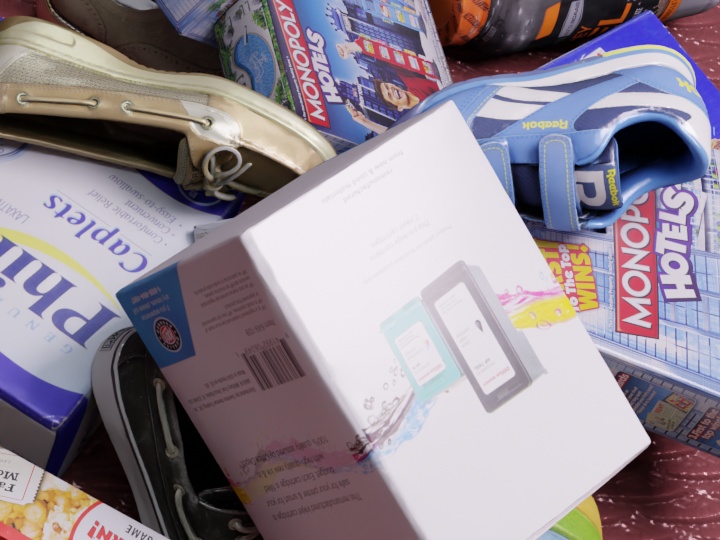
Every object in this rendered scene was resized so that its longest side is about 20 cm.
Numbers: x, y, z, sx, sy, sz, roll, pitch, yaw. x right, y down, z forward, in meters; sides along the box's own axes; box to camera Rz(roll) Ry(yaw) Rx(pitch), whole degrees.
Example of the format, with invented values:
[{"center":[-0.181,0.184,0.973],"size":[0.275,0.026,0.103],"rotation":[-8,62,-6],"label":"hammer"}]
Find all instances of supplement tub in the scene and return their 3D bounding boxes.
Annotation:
[{"center":[0.128,-0.205,1.656],"size":[0.200,0.123,0.123],"rotation":[-13,67,-23],"label":"supplement tub"}]

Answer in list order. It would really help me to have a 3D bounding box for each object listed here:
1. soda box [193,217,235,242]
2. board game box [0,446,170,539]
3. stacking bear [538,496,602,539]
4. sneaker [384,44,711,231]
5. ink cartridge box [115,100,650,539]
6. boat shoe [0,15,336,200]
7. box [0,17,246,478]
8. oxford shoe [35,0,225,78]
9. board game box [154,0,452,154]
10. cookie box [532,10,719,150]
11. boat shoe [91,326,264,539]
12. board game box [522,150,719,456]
[{"center":[0.000,0.000,1.479],"size":[0.200,0.064,0.068],"rotation":[-4,86,-49],"label":"soda box"},{"center":[-0.173,0.152,1.342],"size":[0.200,0.152,0.046],"rotation":[29,57,0],"label":"board game box"},{"center":[0.081,0.145,1.457],"size":[0.114,0.122,0.200],"rotation":[11,49,2],"label":"stacking bear"},{"center":[0.097,-0.061,1.423],"size":[0.200,0.074,0.082],"rotation":[-18,44,-4],"label":"sneaker"},{"center":[0.011,0.049,1.311],"size":[0.146,0.147,0.200],"rotation":[-34,97,-32],"label":"ink cartridge box"},{"center":[-0.112,-0.072,1.414],"size":[0.200,0.073,0.063],"rotation":[22,62,-3],"label":"boat shoe"},{"center":[-0.193,-0.008,1.453],"size":[0.184,0.105,0.200],"rotation":[33,57,3],"label":"box"},{"center":[-0.095,-0.137,1.574],"size":[0.200,0.075,0.070],"rotation":[22,55,-7],"label":"oxford shoe"},{"center":[-0.040,-0.138,1.525],"size":[0.200,0.062,0.200],"rotation":[16,47,-41],"label":"board game box"},{"center":[0.168,-0.036,1.602],"size":[0.171,0.075,0.200],"rotation":[-29,74,-29],"label":"cookie box"},{"center":[-0.076,0.120,1.389],"size":[0.071,0.064,0.200],"rotation":[-41,116,-37],"label":"boat shoe"},{"center":[0.146,0.001,1.482],"size":[0.200,0.062,0.200],"rotation":[10,58,-12],"label":"board game box"}]
